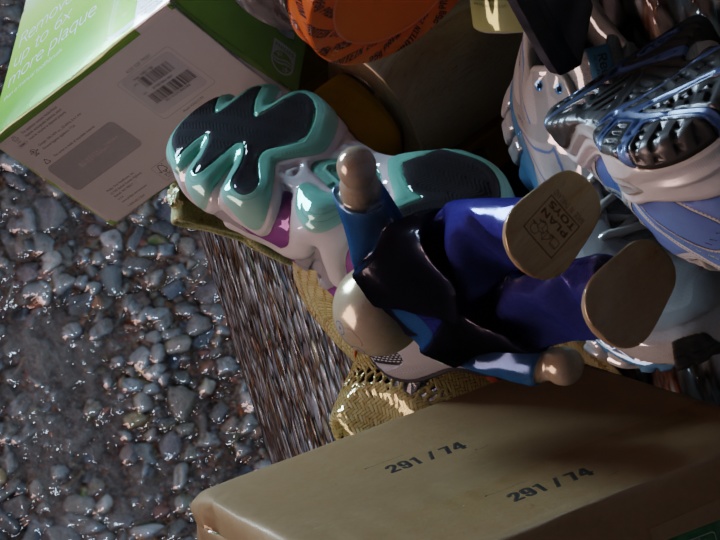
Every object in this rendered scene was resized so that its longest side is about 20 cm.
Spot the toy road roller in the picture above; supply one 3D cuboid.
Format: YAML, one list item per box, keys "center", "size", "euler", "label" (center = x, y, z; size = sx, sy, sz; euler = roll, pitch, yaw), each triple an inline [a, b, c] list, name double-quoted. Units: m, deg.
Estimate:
- center: [0.009, -0.088, 1.293]
  size: [0.146, 0.123, 0.200]
  euler: [46, 159, 21]
  label: "toy road roller"

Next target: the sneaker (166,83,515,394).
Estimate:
- center: [0.000, 0.000, 1.175]
  size: [0.199, 0.078, 0.140]
  euler: [25, 148, 40]
  label: "sneaker"

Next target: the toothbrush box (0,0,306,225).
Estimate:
- center: [-0.096, -0.147, 1.300]
  size: [0.086, 0.145, 0.201]
  euler: [36, -137, -27]
  label: "toothbrush box"

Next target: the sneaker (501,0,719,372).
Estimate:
- center: [0.100, -0.046, 1.058]
  size: [0.087, 0.074, 0.201]
  euler: [83, 169, -47]
  label: "sneaker"

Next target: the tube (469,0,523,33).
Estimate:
- center: [0.064, -0.208, 1.149]
  size: [0.058, 0.052, 0.202]
  euler: [3, 109, 38]
  label: "tube"

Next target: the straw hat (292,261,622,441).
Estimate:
- center: [0.036, 0.072, 1.264]
  size: [0.085, 0.200, 0.201]
  euler: [-60, -13, -24]
  label: "straw hat"

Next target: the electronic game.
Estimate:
- center: [0.036, -0.167, 0.998]
  size: [0.201, 0.041, 0.200]
  euler: [61, -172, -14]
  label: "electronic game"

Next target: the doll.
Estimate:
- center: [0.041, 0.002, 1.010]
  size: [0.136, 0.049, 0.200]
  euler: [41, 159, -13]
  label: "doll"

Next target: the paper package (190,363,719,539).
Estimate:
- center: [0.058, 0.127, 1.081]
  size: [0.190, 0.199, 0.104]
  euler: [17, 122, 62]
  label: "paper package"

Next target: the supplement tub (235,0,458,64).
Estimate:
- center: [-0.037, -0.193, 1.158]
  size: [0.200, 0.122, 0.123]
  euler: [51, 161, 28]
  label: "supplement tub"

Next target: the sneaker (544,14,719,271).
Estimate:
- center: [0.119, -0.040, 0.936]
  size: [0.077, 0.075, 0.200]
  euler: [54, -171, -12]
  label: "sneaker"

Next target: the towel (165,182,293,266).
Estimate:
- center: [-0.026, -0.101, 1.399]
  size: [0.036, 0.148, 0.202]
  euler: [-13, 60, 59]
  label: "towel"
